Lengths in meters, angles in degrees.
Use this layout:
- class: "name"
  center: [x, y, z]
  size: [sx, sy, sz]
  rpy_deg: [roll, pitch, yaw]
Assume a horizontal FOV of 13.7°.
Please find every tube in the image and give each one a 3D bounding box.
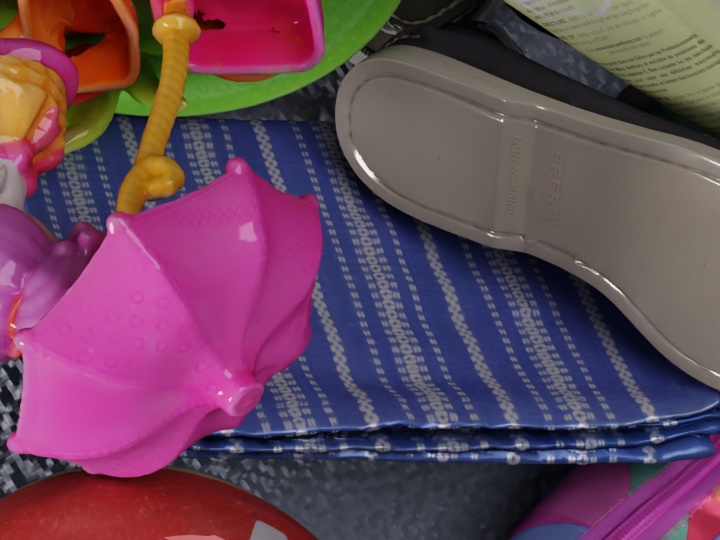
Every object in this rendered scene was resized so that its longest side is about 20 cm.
- class: "tube"
  center: [0.120, -0.056, 0.861]
  size: [0.200, 0.058, 0.052]
  rpy_deg: [26, 31, -25]

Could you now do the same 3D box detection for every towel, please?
- class: "towel"
  center: [0.000, 0.000, 0.881]
  size: [0.200, 0.024, 0.145]
  rpy_deg: [1, 42, -21]

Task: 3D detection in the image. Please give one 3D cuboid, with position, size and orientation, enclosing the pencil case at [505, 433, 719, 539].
- class: "pencil case"
  center: [0.070, 0.103, 0.898]
  size: [0.200, 0.088, 0.088]
  rpy_deg: [-43, 97, -24]

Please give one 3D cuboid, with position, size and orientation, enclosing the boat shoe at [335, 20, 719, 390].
- class: "boat shoe"
  center: [0.090, -0.023, 0.873]
  size: [0.200, 0.073, 0.063]
  rpy_deg: [26, 39, 22]

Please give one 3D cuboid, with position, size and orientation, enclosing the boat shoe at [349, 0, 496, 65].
- class: "boat shoe"
  center: [0.047, -0.153, 0.951]
  size: [0.072, 0.060, 0.202]
  rpy_deg: [32, 69, -13]

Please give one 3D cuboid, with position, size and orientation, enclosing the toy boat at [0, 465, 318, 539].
- class: "toy boat"
  center: [-0.072, 0.149, 0.780]
  size: [0.130, 0.131, 0.200]
  rpy_deg: [29, 91, -16]

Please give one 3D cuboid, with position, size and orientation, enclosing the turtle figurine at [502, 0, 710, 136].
- class: "turtle figurine"
  center: [0.136, -0.134, 0.917]
  size: [0.150, 0.101, 0.200]
  rpy_deg: [41, 89, -4]

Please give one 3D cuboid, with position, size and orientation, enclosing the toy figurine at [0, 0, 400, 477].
- class: "toy figurine"
  center: [-0.082, -0.030, 0.791]
  size: [0.200, 0.150, 0.184]
  rpy_deg: [-5, 48, 5]
